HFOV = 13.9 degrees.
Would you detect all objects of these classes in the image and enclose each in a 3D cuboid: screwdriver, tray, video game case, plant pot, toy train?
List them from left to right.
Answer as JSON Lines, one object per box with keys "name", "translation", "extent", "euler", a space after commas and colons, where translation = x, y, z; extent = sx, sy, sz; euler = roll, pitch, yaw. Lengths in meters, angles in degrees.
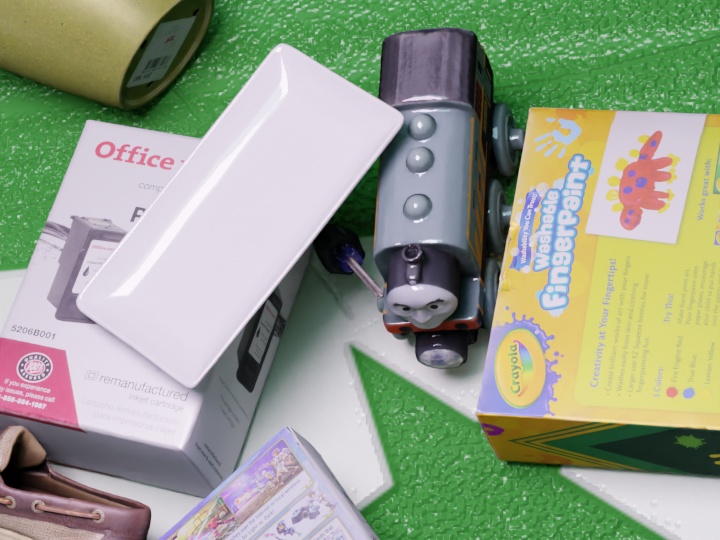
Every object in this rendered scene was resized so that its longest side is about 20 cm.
{"name": "plant pot", "translation": [-0.196, -0.196, 1.865], "extent": [0.200, 0.187, 0.187], "euler": [38, 78, 14]}
{"name": "tray", "translation": [-0.067, -0.030, 1.706], "extent": [0.107, 0.022, 0.200], "euler": [33, 81, 32]}
{"name": "video game case", "translation": [-0.064, 0.215, 1.637], "extent": [0.200, 0.045, 0.181], "euler": [-42, 49, 4]}
{"name": "screwdriver", "translation": [0.000, 0.000, 1.703], "extent": [0.028, 0.029, 0.200], "euler": [-53, 17, 2]}
{"name": "toy train", "translation": [0.045, -0.046, 1.734], "extent": [0.085, 0.114, 0.201], "euler": [-3, 63, 16]}

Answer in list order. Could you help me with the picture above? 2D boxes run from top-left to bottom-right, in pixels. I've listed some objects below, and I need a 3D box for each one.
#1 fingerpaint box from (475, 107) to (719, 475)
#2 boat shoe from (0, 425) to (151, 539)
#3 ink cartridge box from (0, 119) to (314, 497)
{"name": "fingerpaint box", "translation": [0.167, 0.012, 1.691], "extent": [0.166, 0.073, 0.201], "euler": [2, 64, 17]}
{"name": "boat shoe", "translation": [-0.210, 0.123, 1.734], "extent": [0.200, 0.072, 0.072], "euler": [26, 107, 22]}
{"name": "ink cartridge box", "translation": [-0.124, 0.020, 1.768], "extent": [0.145, 0.083, 0.201], "euler": [10, 67, 21]}
